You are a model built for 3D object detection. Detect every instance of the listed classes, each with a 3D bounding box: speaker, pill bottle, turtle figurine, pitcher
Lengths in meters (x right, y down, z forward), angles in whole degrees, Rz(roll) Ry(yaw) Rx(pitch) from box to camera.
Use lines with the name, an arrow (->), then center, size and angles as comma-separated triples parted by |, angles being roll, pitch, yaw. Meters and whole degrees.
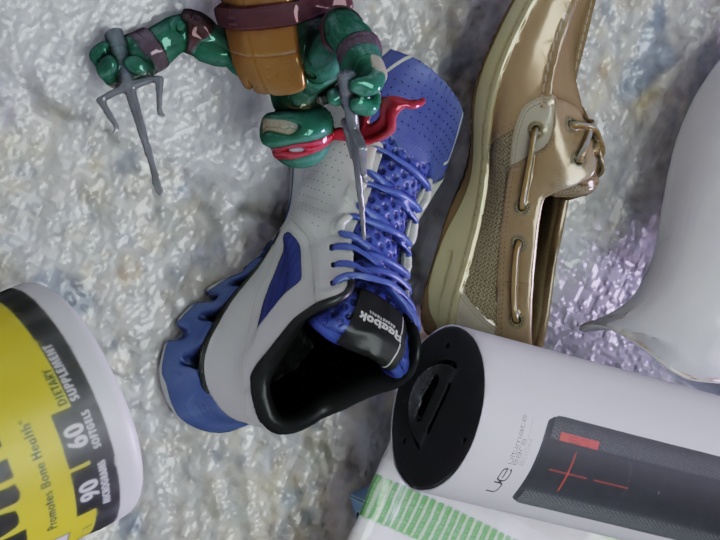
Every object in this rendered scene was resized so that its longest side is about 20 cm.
speaker -> 0.115, 0.085, 1.399 | 0.200, 0.081, 0.081 | 16, 92, -29
pill bottle -> -0.204, 0.093, 1.266 | 0.200, 0.114, 0.115 | -25, 112, -24
turtle figurine -> -0.048, -0.112, 1.321 | 0.101, 0.149, 0.201 | -36, 117, -59
pitcher -> 0.215, -0.019, 1.495 | 0.200, 0.121, 0.172 | -60, 143, -6

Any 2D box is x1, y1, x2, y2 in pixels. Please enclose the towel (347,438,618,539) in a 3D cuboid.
towel -> 0.057, 0.151, 1.433 | 0.152, 0.023, 0.200 | 27, 85, -30

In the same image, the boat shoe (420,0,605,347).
boat shoe -> 0.088, -0.055, 1.421 | 0.071, 0.064, 0.201 | -11, 118, -68

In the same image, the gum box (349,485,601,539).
gum box -> 0.095, 0.176, 1.499 | 0.170, 0.045, 0.201 | -22, 111, -24

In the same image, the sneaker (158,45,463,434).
sneaker -> 0.000, 0.001, 1.365 | 0.081, 0.115, 0.200 | 37, 80, -32
